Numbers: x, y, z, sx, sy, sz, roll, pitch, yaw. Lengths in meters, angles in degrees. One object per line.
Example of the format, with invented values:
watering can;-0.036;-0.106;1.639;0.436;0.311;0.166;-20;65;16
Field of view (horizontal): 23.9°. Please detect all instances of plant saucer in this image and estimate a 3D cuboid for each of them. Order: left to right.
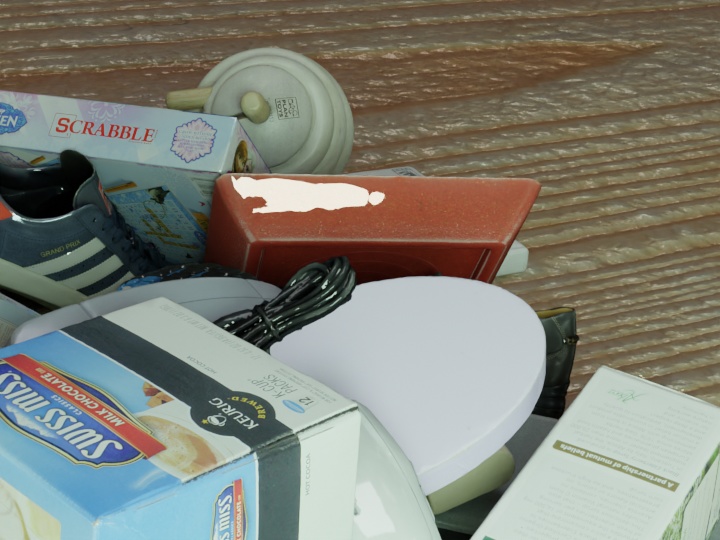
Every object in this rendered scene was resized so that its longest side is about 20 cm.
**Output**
plant saucer;0.000;0.000;1.090;0.199;0.200;0.037;0;65;-9

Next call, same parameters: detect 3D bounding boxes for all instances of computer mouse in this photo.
computer mouse;-0.012;0.090;0.748;0.109;0.044;0.200;-25;63;-13

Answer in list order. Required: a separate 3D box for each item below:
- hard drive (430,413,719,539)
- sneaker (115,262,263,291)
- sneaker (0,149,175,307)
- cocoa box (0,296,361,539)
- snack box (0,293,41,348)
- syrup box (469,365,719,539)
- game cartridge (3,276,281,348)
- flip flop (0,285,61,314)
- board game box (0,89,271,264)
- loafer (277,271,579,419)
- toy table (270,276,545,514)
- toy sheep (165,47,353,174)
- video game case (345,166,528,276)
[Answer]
hard drive;0.113;0.129;0.954;0.199;0.033;0.140;10;25;13
sneaker;-0.060;0.055;0.985;0.199;0.087;0.075;16;29;26
sneaker;-0.164;-0.022;1.043;0.200;0.085;0.075;20;24;-36
cocoa box;-0.094;0.136;0.694;0.131;0.201;0.133;-19;33;-40
snack box;-0.257;0.023;0.963;0.168;0.068;0.200;22;-6;36
syrup box;0.106;0.140;0.820;0.081;0.079;0.200;19;40;25
game cartridge;-0.116;0.062;0.856;0.200;0.133;0.041;-8;55;-52
flip flop;-0.195;0.017;1.123;0.199;0.058;0.081;23;30;-3
board game box;-0.147;-0.049;1.125;0.199;0.200;0.041;8;69;18
loafer;0.039;0.034;1.058;0.199;0.073;0.073;14;10;-8
toy table;0.000;0.097;0.854;0.199;0.117;0.184;-13;44;-10
toy sheep;-0.071;-0.103;1.261;0.137;0.138;0.200;6;0;4
video game case;-0.002;-0.030;1.301;0.199;0.024;0.182;-9;27;-28
